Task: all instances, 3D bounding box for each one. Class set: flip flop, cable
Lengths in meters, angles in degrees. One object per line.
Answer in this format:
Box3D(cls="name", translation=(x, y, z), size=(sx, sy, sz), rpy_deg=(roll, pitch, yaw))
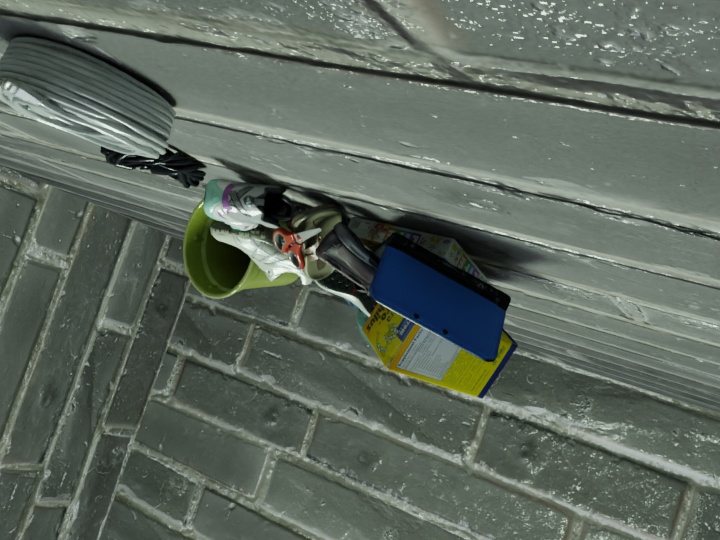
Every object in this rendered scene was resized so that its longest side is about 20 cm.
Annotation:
Box3D(cls="flip flop", translation=(-0.061, -0.036, 1.313), size=(0.081, 0.058, 0.200), rpy_deg=(-18, 149, -13))
Box3D(cls="cable", translation=(-0.330, -0.168, 1.354), size=(0.163, 0.051, 0.200), rpy_deg=(22, 174, -30))
Box3D(cls="cable", translation=(-0.308, -0.189, 0.942), size=(0.199, 0.070, 0.200), rpy_deg=(21, 176, -25))

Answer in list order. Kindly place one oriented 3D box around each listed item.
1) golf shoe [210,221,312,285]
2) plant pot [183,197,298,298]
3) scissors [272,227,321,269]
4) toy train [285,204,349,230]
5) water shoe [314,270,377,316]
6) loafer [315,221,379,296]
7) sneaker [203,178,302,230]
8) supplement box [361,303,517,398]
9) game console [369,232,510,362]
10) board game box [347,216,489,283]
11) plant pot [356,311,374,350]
Box3D(cls="golf shoe", translation=(-0.165, -0.028, 1.429), size=(0.199, 0.098, 0.078), rpy_deg=(14, -160, 11))
Box3D(cls="plant pot", translation=(-0.207, -0.041, 1.619), size=(0.200, 0.202, 0.184), rpy_deg=(15, -175, 38))
Box3D(cls="scissors", translation=(-0.098, -0.052, 1.255), size=(0.073, 0.014, 0.200), rpy_deg=(51, 161, 6))
Box3D(cls="toy train", translation=(-0.104, -0.087, 1.406), size=(0.199, 0.046, 0.034), rpy_deg=(16, 174, 31))
Box3D(cls="water shoe", translation=(0.008, 0.040, 1.548), size=(0.199, 0.072, 0.079), rpy_deg=(31, 178, 3))
Box3D(cls="loafer", translation=(0.000, 0.000, 1.306), size=(0.200, 0.063, 0.072), rpy_deg=(46, -171, -44))
Box3D(cls="sneaker", translation=(-0.145, -0.095, 1.316), size=(0.139, 0.078, 0.200), rpy_deg=(8, -176, 15))
Box3D(cls="supplement box", translation=(0.122, 0.104, 1.302), size=(0.199, 0.109, 0.110), rpy_deg=(21, -162, -32))
Box3D(cls="game console", translation=(0.101, 0.045, 1.208), size=(0.199, 0.119, 0.171), rpy_deg=(30, 165, -6))
Box3D(cls="board game box", translation=(0.087, -0.021, 1.312), size=(0.199, 0.034, 0.134), rpy_deg=(15, 161, 40))
Box3D(cls="plant pot", translation=(0.084, 0.162, 2.654), size=(0.200, 0.201, 0.161), rpy_deg=(14, 162, 43))
